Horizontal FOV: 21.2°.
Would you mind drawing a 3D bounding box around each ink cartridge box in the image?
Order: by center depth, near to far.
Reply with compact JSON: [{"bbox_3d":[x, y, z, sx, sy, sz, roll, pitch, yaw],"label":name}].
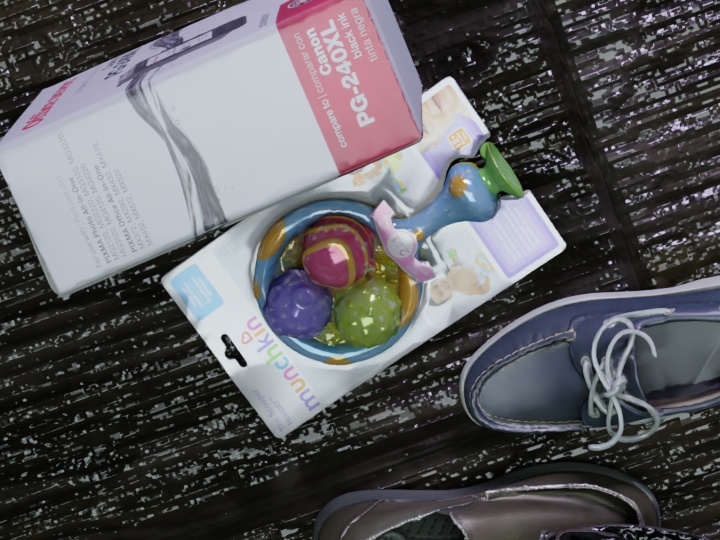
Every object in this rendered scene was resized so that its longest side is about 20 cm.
[{"bbox_3d":[-0.073,-0.078,0.971,0.198,0.145,0.084,-22,105,7],"label":"ink cartridge box"}]

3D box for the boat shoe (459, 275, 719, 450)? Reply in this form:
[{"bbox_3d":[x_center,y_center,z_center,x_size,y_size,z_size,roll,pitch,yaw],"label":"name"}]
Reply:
[{"bbox_3d":[0.151,0.053,1.047,0.198,0.062,0.076,-10,107,4],"label":"boat shoe"}]

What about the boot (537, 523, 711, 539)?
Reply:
[{"bbox_3d":[0.099,0.205,1.058,0.198,0.070,0.175,-5,131,-8],"label":"boot"}]

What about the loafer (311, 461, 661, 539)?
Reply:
[{"bbox_3d":[0.071,0.158,1.073,0.198,0.070,0.076,-8,105,4],"label":"loafer"}]

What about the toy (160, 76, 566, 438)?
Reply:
[{"bbox_3d":[0.000,0.000,1.043,0.199,0.047,0.116,-35,101,10],"label":"toy"}]
